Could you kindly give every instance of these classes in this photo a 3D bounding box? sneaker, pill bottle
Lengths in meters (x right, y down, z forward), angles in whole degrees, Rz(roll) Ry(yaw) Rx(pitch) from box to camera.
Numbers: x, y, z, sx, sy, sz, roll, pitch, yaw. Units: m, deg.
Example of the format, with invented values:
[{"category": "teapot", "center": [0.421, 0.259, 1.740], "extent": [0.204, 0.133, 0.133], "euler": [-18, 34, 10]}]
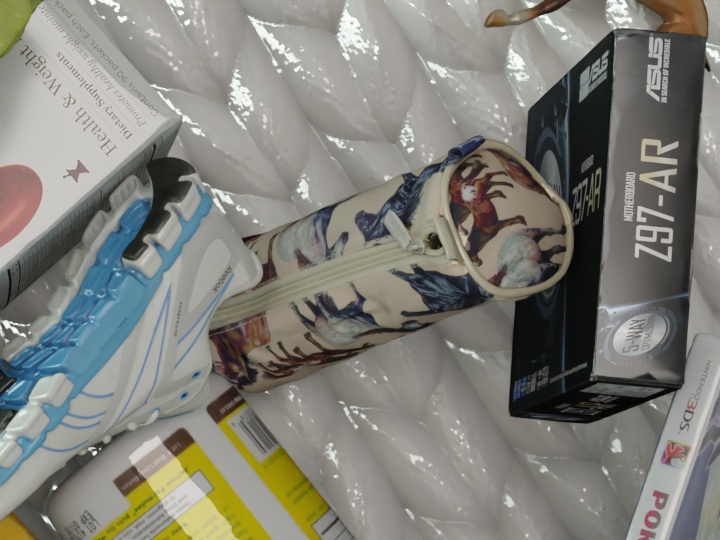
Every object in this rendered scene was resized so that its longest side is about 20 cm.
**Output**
[{"category": "sneaker", "center": [-0.113, 0.052, 1.279], "extent": [0.087, 0.075, 0.200], "euler": [44, 79, -31]}, {"category": "pill bottle", "center": [-0.049, 0.155, 1.354], "extent": [0.109, 0.109, 0.200], "euler": [-38, 88, -10]}]

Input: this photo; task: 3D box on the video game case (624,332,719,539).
[{"category": "video game case", "center": [0.156, 0.140, 1.343], "extent": [0.023, 0.200, 0.183], "euler": [16, 80, 22]}]

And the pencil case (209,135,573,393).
[{"category": "pencil case", "center": [0.000, 0.000, 1.341], "extent": [0.089, 0.200, 0.078], "euler": [4, 72, -45]}]

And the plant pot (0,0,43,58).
[{"category": "plant pot", "center": [-0.237, -0.127, 1.191], "extent": [0.184, 0.200, 0.200], "euler": [40, 79, -11]}]

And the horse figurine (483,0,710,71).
[{"category": "horse figurine", "center": [0.106, -0.195, 1.447], "extent": [0.132, 0.050, 0.200], "euler": [-6, 77, -21]}]

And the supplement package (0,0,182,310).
[{"category": "supplement package", "center": [-0.223, -0.064, 1.341], "extent": [0.200, 0.147, 0.191], "euler": [-42, 89, -11]}]

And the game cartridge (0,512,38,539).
[{"category": "game cartridge", "center": [-0.196, 0.205, 1.325], "extent": [0.176, 0.032, 0.200], "euler": [-40, 111, -6]}]

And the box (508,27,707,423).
[{"category": "box", "center": [0.114, -0.015, 1.351], "extent": [0.043, 0.200, 0.161], "euler": [5, 82, -7]}]
